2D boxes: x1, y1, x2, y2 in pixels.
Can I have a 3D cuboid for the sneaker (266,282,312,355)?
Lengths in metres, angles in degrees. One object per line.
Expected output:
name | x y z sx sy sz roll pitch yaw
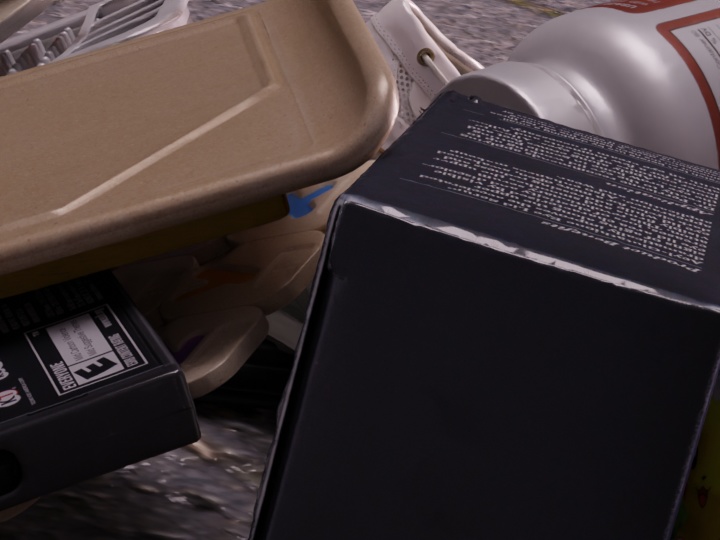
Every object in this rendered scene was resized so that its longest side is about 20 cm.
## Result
sneaker | 0.000 0.000 0.983 0.074 0.080 0.200 -7 37 -30

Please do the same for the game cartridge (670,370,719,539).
game cartridge | 0.126 0.053 0.850 0.040 0.134 0.200 14 10 -21

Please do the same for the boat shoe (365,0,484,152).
boat shoe | 0.078 -0.053 1.270 0.199 0.069 0.071 33 20 -23

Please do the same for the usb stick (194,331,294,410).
usb stick | 0.017 0.041 1.039 0.199 0.033 0.055 8 10 -12

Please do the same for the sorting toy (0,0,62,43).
sorting toy | -0.242 -0.129 1.141 0.200 0.107 0.180 43 51 -2

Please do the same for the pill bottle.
pill bottle | 0.123 -0.054 1.097 0.199 0.113 0.112 -16 27 -37

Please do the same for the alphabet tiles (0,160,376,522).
alphabet tiles | -0.088 0.017 0.840 0.195 0.015 0.200 -11 27 36

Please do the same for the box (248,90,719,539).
box | 0.039 0.044 0.780 0.104 0.149 0.200 16 15 5

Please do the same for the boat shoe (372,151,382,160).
boat shoe | -0.006 -0.047 1.325 0.200 0.065 0.072 43 16 31

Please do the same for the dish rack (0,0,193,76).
dish rack | -0.157 -0.066 1.176 0.199 0.044 0.172 -19 13 5

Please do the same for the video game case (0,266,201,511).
video game case | -0.152 0.037 0.770 0.180 0.026 0.200 -19 20 -11

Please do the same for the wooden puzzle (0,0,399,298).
wooden puzzle | -0.089 -0.028 0.817 0.199 0.037 0.185 -21 19 -1

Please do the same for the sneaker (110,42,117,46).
sneaker | -0.120 -0.033 1.057 0.199 0.116 0.074 -1 19 -38
